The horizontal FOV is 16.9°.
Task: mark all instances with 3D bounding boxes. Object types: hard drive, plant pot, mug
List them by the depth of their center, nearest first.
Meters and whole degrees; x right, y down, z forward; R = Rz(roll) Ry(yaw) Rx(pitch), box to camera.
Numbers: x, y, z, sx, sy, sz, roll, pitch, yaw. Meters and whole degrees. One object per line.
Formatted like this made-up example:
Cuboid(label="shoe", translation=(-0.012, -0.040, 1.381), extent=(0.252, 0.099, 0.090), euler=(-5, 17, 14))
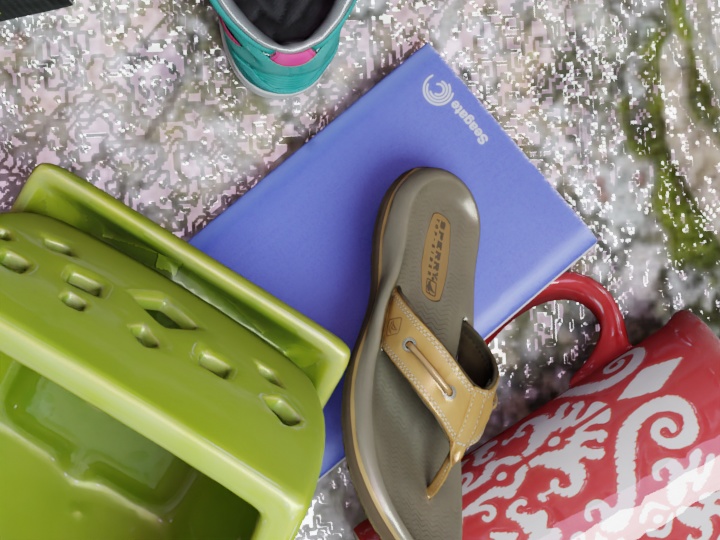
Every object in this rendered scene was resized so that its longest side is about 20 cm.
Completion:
Cuboid(label="plant pot", translation=(-0.128, 0.083, 1.091), extent=(0.199, 0.182, 0.200), euler=(31, 118, -2))
Cuboid(label="hard drive", translation=(0.000, 0.000, 1.202), extent=(0.200, 0.025, 0.132), euler=(-40, 83, -7))
Cuboid(label="mug", translation=(0.099, 0.114, 1.208), extent=(0.199, 0.178, 0.134), euler=(-30, 133, -4))

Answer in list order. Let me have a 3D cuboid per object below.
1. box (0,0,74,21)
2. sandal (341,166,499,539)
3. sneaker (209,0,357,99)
Cuboid(label="box", translation=(-0.237, -0.200, 1.106), extent=(0.192, 0.048, 0.202), euler=(-10, 77, 5))
Cuboid(label="sandal", translation=(0.037, 0.042, 1.129), extent=(0.080, 0.054, 0.201), euler=(30, 59, -44))
Cuboid(label="sneaker", translation=(-0.049, -0.183, 1.154), extent=(0.083, 0.121, 0.202), euler=(-14, 94, -10))
